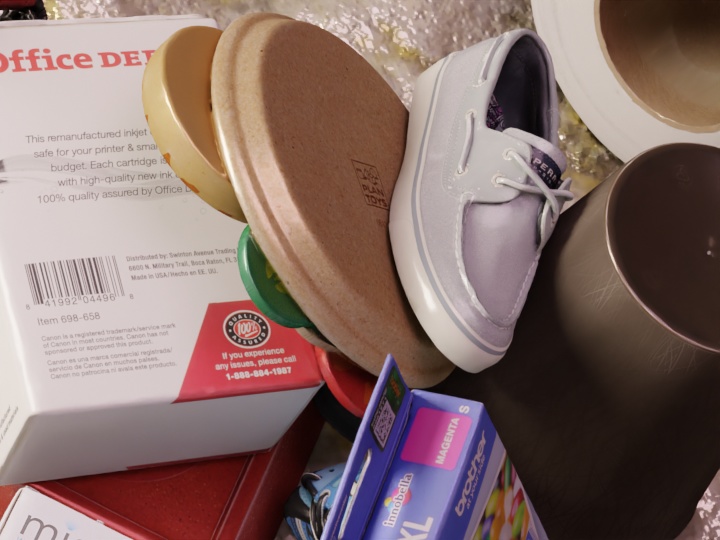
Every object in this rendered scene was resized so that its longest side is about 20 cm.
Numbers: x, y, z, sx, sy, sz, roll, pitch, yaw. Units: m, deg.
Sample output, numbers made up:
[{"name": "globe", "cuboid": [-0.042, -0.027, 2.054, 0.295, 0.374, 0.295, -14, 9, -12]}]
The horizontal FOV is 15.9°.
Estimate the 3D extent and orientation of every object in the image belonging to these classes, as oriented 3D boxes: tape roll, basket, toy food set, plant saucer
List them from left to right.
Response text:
[{"name": "plant saucer", "cuboid": [-0.115, 0.057, 1.242, 0.199, 0.037, 0.200, 28, 54, -6]}, {"name": "toy food set", "cuboid": [-0.013, -0.028, 1.195, 0.199, 0.049, 0.200, 64, 25, 5]}, {"name": "basket", "cuboid": [0.130, 0.036, 1.255, 0.180, 0.200, 0.136, 26, 55, -8]}, {"name": "tape roll", "cuboid": [0.210, -0.154, 1.397, 0.203, 0.203, 0.139, 47, 56, 8]}]

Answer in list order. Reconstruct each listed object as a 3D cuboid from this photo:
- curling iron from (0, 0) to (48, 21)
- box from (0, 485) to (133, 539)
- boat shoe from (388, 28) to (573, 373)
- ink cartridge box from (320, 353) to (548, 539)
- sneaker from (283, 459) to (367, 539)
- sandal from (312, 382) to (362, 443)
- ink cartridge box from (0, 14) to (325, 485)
[{"name": "curling iron", "cuboid": [-0.188, -0.123, 1.239, 0.025, 0.200, 0.050, -5, 87, 11]}, {"name": "box", "cuboid": [-0.102, 0.221, 1.115, 0.199, 0.097, 0.177, 27, 55, -6]}, {"name": "boat shoe", "cuboid": [0.062, -0.042, 1.202, 0.070, 0.071, 0.201, 38, 35, -29]}, {"name": "ink cartridge box", "cuboid": [0.034, 0.135, 1.092, 0.042, 0.200, 0.120, 9, 62, 26]}, {"name": "sneaker", "cuboid": [0.002, 0.131, 1.187, 0.090, 0.200, 0.079, 8, 97, 14]}, {"name": "sandal", "cuboid": [0.001, 0.001, 1.286, 0.075, 0.048, 0.201, 33, 32, -38]}, {"name": "ink cartridge box", "cuboid": [-0.118, -0.013, 1.207, 0.144, 0.084, 0.201, -5, 65, -26]}]
